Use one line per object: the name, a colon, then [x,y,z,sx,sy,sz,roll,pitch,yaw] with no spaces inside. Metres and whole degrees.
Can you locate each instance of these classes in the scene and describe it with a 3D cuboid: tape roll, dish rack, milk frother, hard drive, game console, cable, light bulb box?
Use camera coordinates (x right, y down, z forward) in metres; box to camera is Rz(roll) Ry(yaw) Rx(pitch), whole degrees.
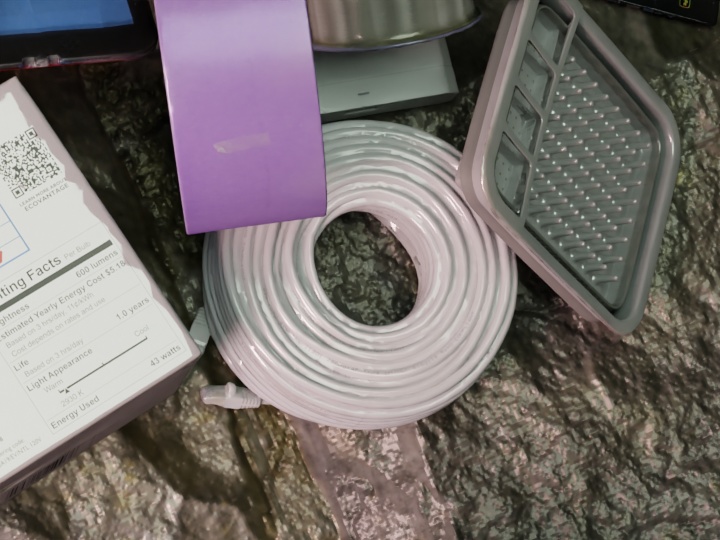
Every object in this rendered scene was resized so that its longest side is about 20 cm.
tape roll: [-0.074,-0.124,1.411,0.085,0.200,0.200,-7,78,-3]
dish rack: [0.128,-0.069,1.531,0.200,0.043,0.172,41,55,-41]
milk frother: [0.016,-0.225,1.438,0.180,0.200,0.188,-1,110,25]
hard drive: [-0.022,-0.198,1.584,0.132,0.026,0.200,-10,80,-16]
game console: [-0.221,-0.221,1.412,0.119,0.172,0.200,-24,58,6]
cable: [0.000,0.000,1.518,0.200,0.069,0.200,11,74,-11]
light bulb box: [-0.233,0.029,1.424,0.198,0.125,0.200,-32,85,-18]

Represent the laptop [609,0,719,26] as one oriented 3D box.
laptop: [0.172,-0.280,1.611,0.200,0.103,0.178,13,74,-10]
